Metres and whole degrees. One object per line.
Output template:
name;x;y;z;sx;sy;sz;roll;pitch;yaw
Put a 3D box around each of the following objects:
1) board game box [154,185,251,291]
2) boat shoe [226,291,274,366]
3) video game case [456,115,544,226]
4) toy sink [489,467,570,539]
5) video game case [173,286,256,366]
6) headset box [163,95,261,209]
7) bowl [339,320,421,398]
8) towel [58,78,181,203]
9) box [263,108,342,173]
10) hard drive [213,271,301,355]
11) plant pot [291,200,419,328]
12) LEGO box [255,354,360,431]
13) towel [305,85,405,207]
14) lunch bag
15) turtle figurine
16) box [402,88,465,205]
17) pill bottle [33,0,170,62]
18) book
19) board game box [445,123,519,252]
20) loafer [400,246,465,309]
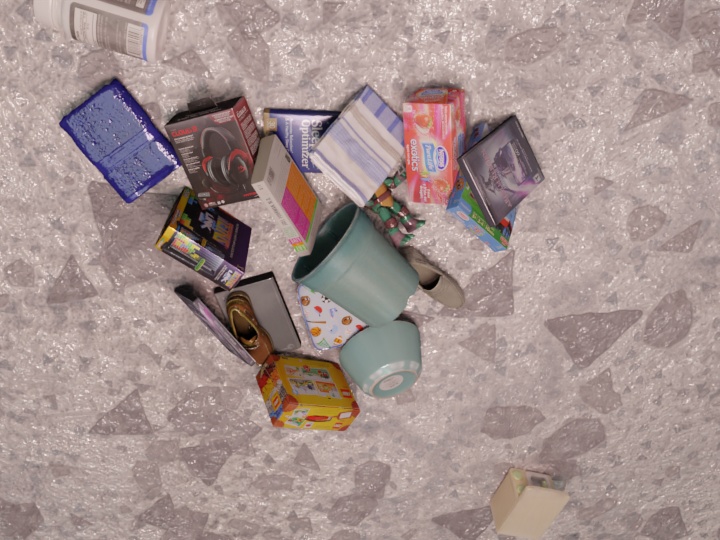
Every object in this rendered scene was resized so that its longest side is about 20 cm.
board game box;-0.301;-0.066;1.262;0.165;0.200;0.057;32;112;-21
boat shoe;-0.248;0.145;1.423;0.071;0.068;0.201;-20;120;6
video game case;0.273;-0.193;1.231;0.019;0.200;0.144;-12;112;50
toy sink;0.458;0.621;1.757;0.129;0.112;0.201;12;123;-11
video game case;-0.320;0.122;1.410;0.019;0.143;0.200;-44;118;-18
headset box;-0.267;-0.231;1.227;0.147;0.075;0.201;-9;121;17
bowl;0.061;0.216;1.462;0.199;0.105;0.202;-15;142;-12
towel;-0.457;-0.247;1.240;0.147;0.050;0.200;-33;116;6
box;-0.090;-0.253;1.268;0.198;0.032;0.122;0;120;-5
hard drive;-0.231;0.110;1.463;0.138;0.033;0.201;-16;120;5
plant pot;0.000;0.000;1.282;0.196;0.201;0.200;39;110;-18
LEGO box;-0.119;0.280;1.465;0.199;0.149;0.077;15;121;-37
towel;0.006;-0.235;1.211;0.147;0.024;0.200;43;68;-16
lunch bag;-0.052;0.080;1.436;0.159;0.076;0.201;-15;120;-1
turtle figurine;0.049;-0.154;1.299;0.150;0.100;0.201;-42;106;-29
box;0.146;-0.238;1.238;0.094;0.103;0.201;8;122;23
pill bottle;-0.435;-0.437;1.092;0.198;0.114;0.114;15;118;-12
book;-0.140;-0.141;1.239;0.048;0.134;0.201;-12;136;18
board game box;0.253;-0.161;1.254;0.151;0.201;0.036;35;152;-29
loafer;0.159;0.028;1.422;0.200;0.070;0.070;37;111;-22
